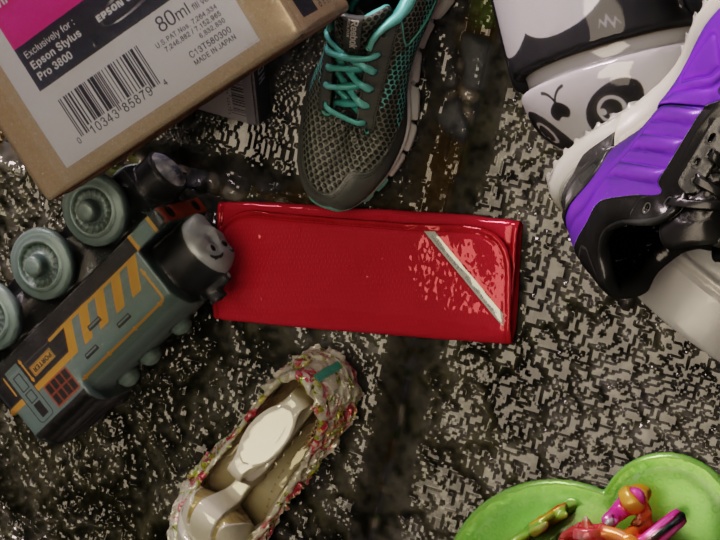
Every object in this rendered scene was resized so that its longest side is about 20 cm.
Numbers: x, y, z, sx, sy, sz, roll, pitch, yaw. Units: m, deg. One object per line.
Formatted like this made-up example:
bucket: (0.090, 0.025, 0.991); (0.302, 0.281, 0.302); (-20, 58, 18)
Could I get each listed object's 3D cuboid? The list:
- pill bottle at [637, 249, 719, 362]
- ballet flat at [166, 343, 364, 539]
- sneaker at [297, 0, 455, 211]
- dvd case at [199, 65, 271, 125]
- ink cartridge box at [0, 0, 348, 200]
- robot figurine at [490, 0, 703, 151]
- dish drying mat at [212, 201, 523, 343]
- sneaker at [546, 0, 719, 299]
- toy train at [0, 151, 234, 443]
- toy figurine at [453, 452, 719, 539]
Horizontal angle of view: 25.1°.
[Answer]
pill bottle: (0.235, -0.049, 0.846); (0.114, 0.114, 0.200); (39, 105, 15)
ballet flat: (-0.073, 0.129, 1.004); (0.076, 0.064, 0.200); (36, 105, 15)
sneaker: (0.001, -0.132, 0.946); (0.077, 0.091, 0.201); (22, 101, 20)
dvd case: (-0.151, -0.175, 0.992); (0.199, 0.025, 0.151); (17, 139, 19)
ink cartridge box: (-0.134, -0.158, 0.896); (0.200, 0.075, 0.165); (-30, 98, 28)
robot figurine: (0.130, -0.158, 0.874); (0.124, 0.150, 0.201); (-14, 87, 9)
dish drying mat: (0.000, 0.000, 0.992); (0.199, 0.018, 0.077); (4, 95, 21)
sneaker: (0.173, -0.057, 0.774); (0.200, 0.069, 0.100); (-49, 35, 38)
toy train: (-0.166, 0.018, 1.025); (0.200, 0.085, 0.114); (-42, 83, 21)
toy figurine: (0.106, 0.187, 0.872); (0.200, 0.184, 0.150); (-40, 79, 18)
